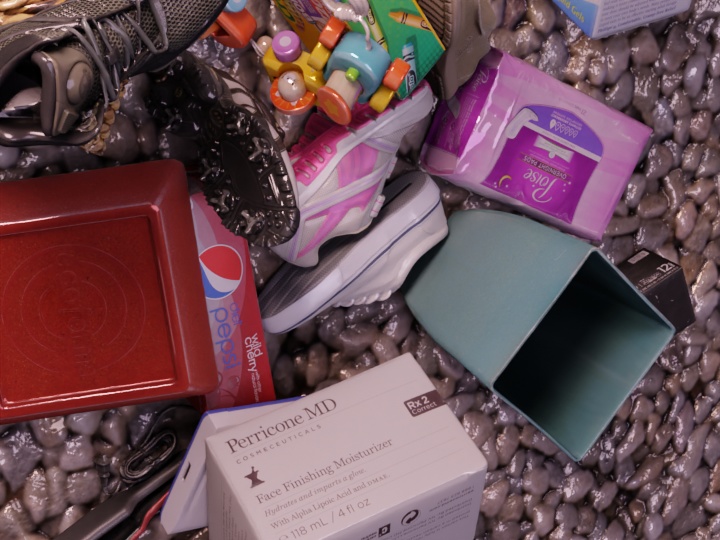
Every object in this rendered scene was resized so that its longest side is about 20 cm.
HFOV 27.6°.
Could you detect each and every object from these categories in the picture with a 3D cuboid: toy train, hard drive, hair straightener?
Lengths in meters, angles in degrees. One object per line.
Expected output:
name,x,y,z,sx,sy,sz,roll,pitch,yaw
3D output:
toy train,-0.059,-0.164,1.093,0.150,0.199,0.056,46,69,-40
hard drive,-0.065,0.160,1.266,0.198,0.025,0.133,-5,135,-38
hair straightener,-0.190,0.182,1.240,0.200,0.041,0.077,-40,123,-12

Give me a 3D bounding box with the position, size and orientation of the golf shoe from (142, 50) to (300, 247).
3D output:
golf shoe,-0.082,-0.092,1.112,0.094,0.201,0.078,15,124,-48

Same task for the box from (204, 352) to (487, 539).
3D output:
box,-0.016,0.206,1.224,0.197,0.131,0.201,-22,143,-21

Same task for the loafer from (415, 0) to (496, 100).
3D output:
loafer,0.070,-0.210,1.173,0.068,0.076,0.200,-44,167,-11

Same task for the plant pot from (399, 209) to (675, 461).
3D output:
plant pot,0.135,0.035,1.273,0.142,0.200,0.141,-52,128,-2

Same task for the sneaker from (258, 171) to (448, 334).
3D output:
sneaker,0.000,0.000,1.262,0.199,0.073,0.071,-37,119,-13

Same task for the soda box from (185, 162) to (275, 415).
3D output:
soda box,-0.124,0.019,1.200,0.063,0.070,0.202,-19,116,-23

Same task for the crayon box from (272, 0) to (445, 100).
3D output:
crayon box,-0.030,-0.227,1.104,0.058,0.118,0.200,-48,135,-8

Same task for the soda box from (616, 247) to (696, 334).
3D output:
soda box,0.226,0.063,1.420,0.199,0.063,0.071,-31,121,-16

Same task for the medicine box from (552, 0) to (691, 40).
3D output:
medicine box,0.186,-0.321,1.148,0.102,0.183,0.201,-20,141,-21

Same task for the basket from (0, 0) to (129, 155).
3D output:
basket,-0.232,-0.188,0.984,0.142,0.200,0.150,18,101,-32

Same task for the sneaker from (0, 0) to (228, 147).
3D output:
sneaker,-0.149,-0.129,0.865,0.198,0.114,0.077,-27,122,-19

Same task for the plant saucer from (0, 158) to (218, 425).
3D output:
plant saucer,-0.219,0.027,1.127,0.197,0.037,0.202,-8,113,-4

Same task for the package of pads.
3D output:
package of pads,0.157,-0.111,1.310,0.199,0.076,0.122,20,96,-34

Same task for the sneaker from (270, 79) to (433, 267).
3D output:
sneaker,-0.014,-0.083,1.226,0.200,0.081,0.088,-41,124,-1
